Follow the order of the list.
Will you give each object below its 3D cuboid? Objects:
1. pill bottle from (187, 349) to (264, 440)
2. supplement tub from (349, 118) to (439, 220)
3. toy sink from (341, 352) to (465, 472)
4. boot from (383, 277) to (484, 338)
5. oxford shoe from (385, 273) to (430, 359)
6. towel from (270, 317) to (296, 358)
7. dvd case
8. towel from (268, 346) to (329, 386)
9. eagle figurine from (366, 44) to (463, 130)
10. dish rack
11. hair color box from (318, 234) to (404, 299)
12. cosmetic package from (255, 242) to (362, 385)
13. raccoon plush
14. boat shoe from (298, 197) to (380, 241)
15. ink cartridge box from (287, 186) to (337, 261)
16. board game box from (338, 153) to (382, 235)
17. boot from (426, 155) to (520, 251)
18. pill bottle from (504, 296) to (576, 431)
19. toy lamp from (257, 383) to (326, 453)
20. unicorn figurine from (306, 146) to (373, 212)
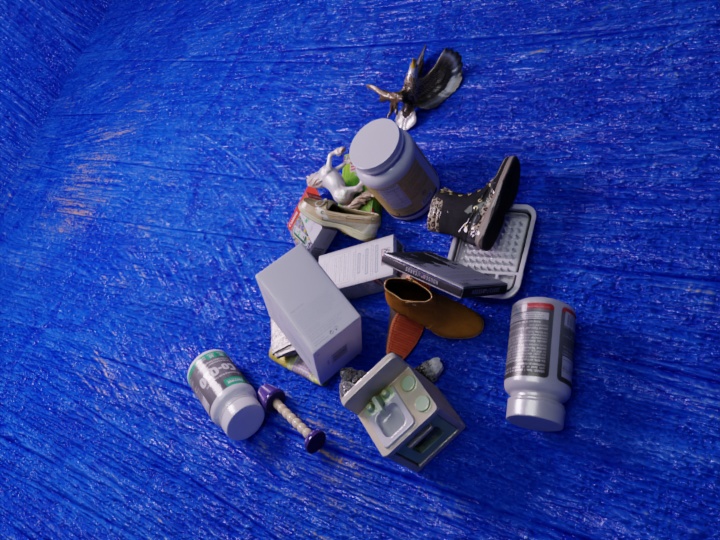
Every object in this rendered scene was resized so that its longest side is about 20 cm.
[{"bbox_3d":[-0.300,0.278,1.457,0.114,0.113,0.199,-50,49,-1],"label":"pill bottle"},{"bbox_3d":[0.075,-0.219,1.421,0.142,0.200,0.149,-16,56,25],"label":"supplement tub"},{"bbox_3d":[0.080,0.257,1.150,0.130,0.200,0.112,-42,48,4],"label":"toy sink"},{"bbox_3d":[0.138,0.071,1.215,0.196,0.144,0.072,15,76,10],"label":"boot"},{"bbox_3d":[0.090,0.089,1.341,0.072,0.070,0.204,-8,60,63],"label":"oxford shoe"},{"bbox_3d":[-0.149,0.093,1.481,0.130,0.034,0.204,-23,53,20],"label":"towel"},{"bbox_3d":[0.157,0.005,1.224,0.198,0.148,0.025,26,110,41],"label":"dvd case"},{"bbox_3d":[-0.116,0.163,1.456,0.197,0.023,0.146,21,77,40],"label":"towel"},{"bbox_3d":[0.140,-0.458,1.584,0.198,0.151,0.153,-35,88,-27],"label":"eagle figurine"},{"bbox_3d":[0.260,-0.035,1.296,0.168,0.043,0.204,4,67,37],"label":"dish rack"},{"bbox_3d":[0.000,0.000,1.443,0.196,0.060,0.101,-15,57,28],"label":"hair color box"},{"bbox_3d":[-0.099,0.090,1.315,0.122,0.200,0.201,-36,69,-15],"label":"cosmetic package"},{"bbox_3d":[0.047,0.200,1.247,0.200,0.134,0.097,-43,48,6],"label":"raccoon plush"},{"bbox_3d":[-0.048,-0.130,1.465,0.197,0.073,0.064,25,118,20],"label":"boat shoe"},{"bbox_3d":[-0.129,-0.124,1.582,0.110,0.049,0.202,-55,43,31],"label":"ink cartridge box"},{"bbox_3d":[0.003,-0.193,1.558,0.099,0.048,0.205,-11,59,30],"label":"board game box"},{"bbox_3d":[0.228,-0.146,1.311,0.148,0.073,0.204,15,78,39],"label":"boot"},{"bbox_3d":[0.304,0.160,1.109,0.112,0.114,0.205,-3,63,32],"label":"pill bottle"},{"bbox_3d":[-0.151,0.307,1.377,0.199,0.058,0.059,35,86,39],"label":"toy lamp"},{"bbox_3d":[-0.057,-0.215,1.528,0.137,0.073,0.202,-44,53,19],"label":"unicorn figurine"}]
